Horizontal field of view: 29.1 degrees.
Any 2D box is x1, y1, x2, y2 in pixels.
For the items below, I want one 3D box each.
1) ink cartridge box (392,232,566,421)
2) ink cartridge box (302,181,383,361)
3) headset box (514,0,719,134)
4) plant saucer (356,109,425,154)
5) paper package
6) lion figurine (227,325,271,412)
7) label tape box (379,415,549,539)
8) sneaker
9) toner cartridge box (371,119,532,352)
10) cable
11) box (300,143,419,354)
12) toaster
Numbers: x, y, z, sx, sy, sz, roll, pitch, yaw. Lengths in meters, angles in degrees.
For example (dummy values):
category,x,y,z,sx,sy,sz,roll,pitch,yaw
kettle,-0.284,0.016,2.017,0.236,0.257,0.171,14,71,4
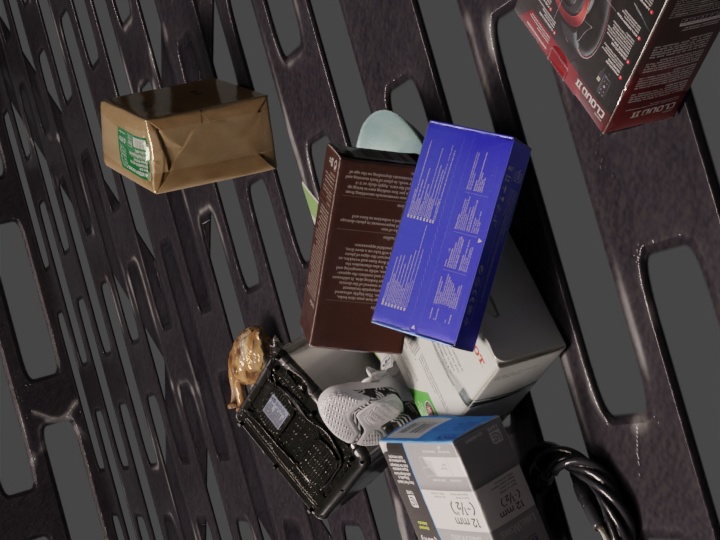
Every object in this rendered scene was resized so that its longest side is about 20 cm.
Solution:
category,x,y,z,sx,sy,sz,roll,pitch,yaw
ink cartridge box,0.111,0.069,1.401,0.147,0.083,0.200,66,155,21
ink cartridge box,0.000,0.000,1.589,0.146,0.048,0.200,51,160,44
headset box,0.202,-0.215,1.056,0.149,0.075,0.200,61,152,30
plant saucer,0.055,-0.077,1.494,0.201,0.039,0.201,41,139,50
paper package,-0.236,-0.186,1.877,0.200,0.190,0.104,27,128,57
lion figurine,-0.172,0.145,2.075,0.200,0.072,0.123,170,93,-70
label tape box,0.111,0.245,1.366,0.143,0.066,0.200,-12,100,60
sneaker,0.023,0.129,1.513,0.075,0.200,0.115,-51,45,28
toner cartridge box,0.085,-0.033,1.298,0.095,0.043,0.200,16,89,33
cable,0.195,0.248,1.361,0.200,0.051,0.164,14,116,64
box,0.005,-0.022,1.403,0.075,0.100,0.200,-126,44,-70
toaster,-0.040,0.173,1.673,0.181,0.119,0.200,48,142,13
